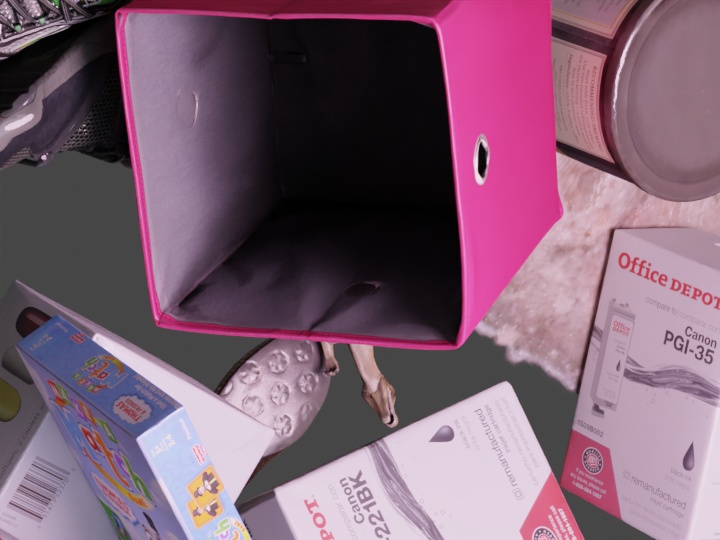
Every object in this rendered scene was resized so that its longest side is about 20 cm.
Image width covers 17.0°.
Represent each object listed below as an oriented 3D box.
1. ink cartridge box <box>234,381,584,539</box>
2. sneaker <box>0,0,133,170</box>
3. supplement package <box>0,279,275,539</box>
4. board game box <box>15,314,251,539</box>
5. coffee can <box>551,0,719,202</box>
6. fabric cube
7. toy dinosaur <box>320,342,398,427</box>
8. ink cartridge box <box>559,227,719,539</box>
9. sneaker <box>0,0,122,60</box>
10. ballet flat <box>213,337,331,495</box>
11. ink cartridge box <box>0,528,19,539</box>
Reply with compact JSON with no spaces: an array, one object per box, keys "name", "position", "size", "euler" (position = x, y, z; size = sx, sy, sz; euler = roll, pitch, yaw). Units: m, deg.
[{"name":"ink cartridge box","position":[0.034,0.181,1.602],"size":[0.200,0.084,0.145],"euler":[-23,84,-29]},{"name":"sneaker","position":[-0.167,-0.082,1.402],"size":[0.199,0.076,0.114],"euler":[-43,123,-29]},{"name":"supplement package","position":[-0.181,0.136,1.457],"size":[0.156,0.111,0.200],"euler":[33,86,-38]},{"name":"board game box","position":[-0.108,0.132,1.341],"size":[0.037,0.151,0.200],"euler":[-35,123,-19]},{"name":"coffee can","position":[0.155,-0.141,1.538],"size":[0.146,0.200,0.147],"euler":[-13,114,-31]},{"name":"fabric cube","position":[-0.003,-0.086,1.400],"size":[0.199,0.199,0.197],"euler":[-46,135,-58]},{"name":"toy dinosaur","position":[0.000,0.000,1.581],"size":[0.101,0.058,0.201],"euler":[10,87,-59]},{"name":"ink cartridge box","position":[0.232,0.082,1.708],"size":[0.083,0.146,0.201],"euler":[2,105,-36]},{"name":"sneaker","position":[-0.189,-0.165,1.359],"size":[0.200,0.085,0.078],"euler":[-38,125,-18]},{"name":"ballet flat","position":[-0.090,0.122,1.565],"size":[0.067,0.046,0.200],"euler":[38,77,-16]},{"name":"ink cartridge box","position":[-0.166,0.219,1.336],"size":[0.200,0.144,0.085],"euler":[40,83,-38]}]
